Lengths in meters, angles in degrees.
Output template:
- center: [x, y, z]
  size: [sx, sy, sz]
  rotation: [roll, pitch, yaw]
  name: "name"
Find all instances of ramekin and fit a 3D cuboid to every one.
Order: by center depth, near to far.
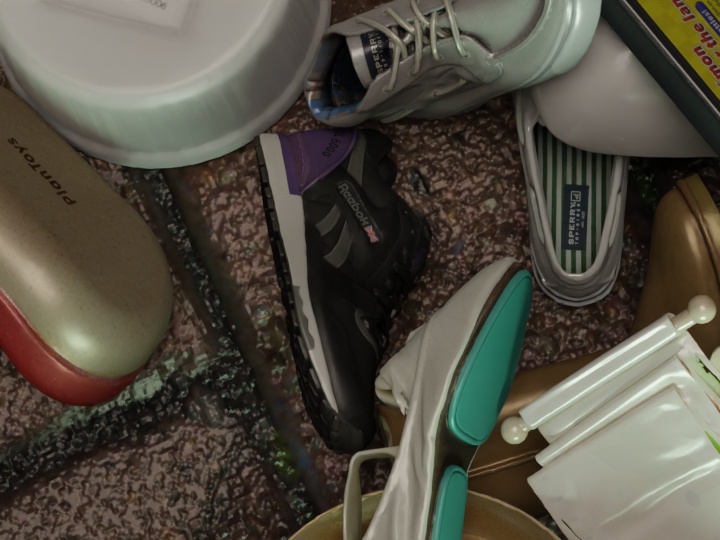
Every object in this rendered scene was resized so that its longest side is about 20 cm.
- center: [-0.118, -0.165, 1.059]
  size: [0.199, 0.098, 0.202]
  rotation: [0, 80, 3]
  name: "ramekin"

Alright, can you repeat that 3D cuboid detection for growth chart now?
- center: [0.164, 0.118, 0.938]
  size: [0.144, 0.018, 0.200]
  rotation: [-26, 105, 19]
  name: "growth chart"

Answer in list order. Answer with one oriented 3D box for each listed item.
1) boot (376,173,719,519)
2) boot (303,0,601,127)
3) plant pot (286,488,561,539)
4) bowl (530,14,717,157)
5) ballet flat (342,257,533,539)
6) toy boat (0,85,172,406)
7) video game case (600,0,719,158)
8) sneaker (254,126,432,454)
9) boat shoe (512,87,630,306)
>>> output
- center: [0.105, 0.056, 0.994]
  size: [0.199, 0.066, 0.176]
  rotation: [-15, 112, 0]
  name: "boot"
- center: [0.041, -0.116, 0.982]
  size: [0.095, 0.200, 0.074]
  rotation: [-14, 81, -25]
  name: "boot"
- center: [0.030, 0.206, 0.931]
  size: [0.199, 0.028, 0.201]
  rotation: [-4, 68, 9]
  name: "plant pot"
- center: [0.183, -0.165, 1.020]
  size: [0.199, 0.075, 0.201]
  rotation: [-3, 69, -15]
  name: "bowl"
- center: [0.029, 0.083, 0.931]
  size: [0.069, 0.069, 0.201]
  rotation: [15, 77, 6]
  name: "ballet flat"
- center: [-0.202, -0.001, 1.037]
  size: [0.200, 0.130, 0.131]
  rotation: [45, 115, 10]
  name: "toy boat"
- center: [0.228, -0.128, 0.961]
  size: [0.180, 0.026, 0.200]
  rotation: [-34, 80, -23]
  name: "video game case"
- center: [0.000, 0.000, 1.010]
  size: [0.087, 0.076, 0.201]
  rotation: [-10, 57, -4]
  name: "sneaker"
- center: [0.122, -0.083, 1.046]
  size: [0.073, 0.067, 0.201]
  rotation: [-6, 80, 2]
  name: "boat shoe"
